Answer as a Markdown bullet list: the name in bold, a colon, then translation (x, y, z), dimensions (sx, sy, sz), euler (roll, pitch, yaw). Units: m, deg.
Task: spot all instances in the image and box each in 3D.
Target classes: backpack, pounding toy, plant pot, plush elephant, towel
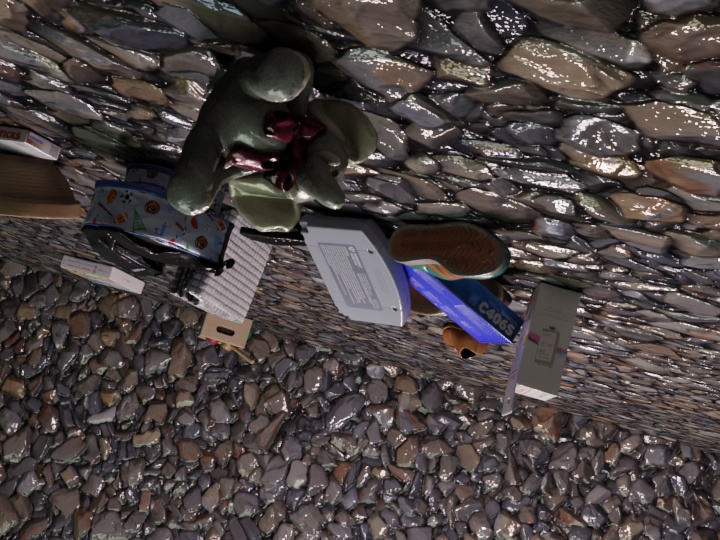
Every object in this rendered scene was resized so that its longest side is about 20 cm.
- **backpack**: translation (-0.302, -0.076, 1.383), dimensions (0.200, 0.155, 0.190), euler (-1, 169, 41)
- **pounding toy**: translation (-0.447, 0.224, 3.199), dimensions (0.200, 0.143, 0.184), euler (18, 170, -10)
- **plant pot**: translation (-0.551, -0.141, 1.513), dimensions (0.200, 0.093, 0.201), euler (8, -174, -1)
- **plush elephant**: translation (-0.070, -0.108, 0.847), dimensions (0.155, 0.165, 0.200), euler (35, -168, -22)
- **towel**: translation (-0.240, -0.009, 1.600), dimensions (0.085, 0.166, 0.200), euler (19, 171, 21)

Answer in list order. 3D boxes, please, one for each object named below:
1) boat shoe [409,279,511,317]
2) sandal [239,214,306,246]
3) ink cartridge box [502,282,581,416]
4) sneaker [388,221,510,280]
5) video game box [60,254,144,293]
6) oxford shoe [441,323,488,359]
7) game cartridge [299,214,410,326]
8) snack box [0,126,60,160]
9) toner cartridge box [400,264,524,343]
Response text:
- **boat shoe**: translation (0.154, 0.047, 1.533), dimensions (0.200, 0.072, 0.065), euler (-4, 157, 41)
- **sandal**: translation (-0.084, -0.063, 1.439), dimensions (0.199, 0.045, 0.075), euler (2, 175, 0)
- **ink cartridge box**: translation (0.274, 0.130, 1.431), dimensions (0.067, 0.201, 0.116), euler (15, 170, 5)
- **sneaker**: translation (0.130, -0.023, 1.237), dimensions (0.080, 0.072, 0.200), euler (19, 175, -40)
- **video game box**: translation (-0.795, 0.013, 2.906), dimensions (0.182, 0.047, 0.200), euler (10, 168, 19)
- **oxford shoe**: translation (0.218, 0.154, 2.015), dimensions (0.071, 0.071, 0.200), euler (17, 171, -12)
- **game cartridge**: translation (0.000, 0.000, 1.385), dimensions (0.133, 0.041, 0.200), euler (10, 139, 34)
- **snack box**: translation (-0.562, -0.204, 1.454), dimensions (0.200, 0.024, 0.072), euler (11, 170, 28)
- **toner cartridge box**: translation (0.141, 0.033, 1.393), dimensions (0.200, 0.043, 0.095), euler (40, 162, -16)
